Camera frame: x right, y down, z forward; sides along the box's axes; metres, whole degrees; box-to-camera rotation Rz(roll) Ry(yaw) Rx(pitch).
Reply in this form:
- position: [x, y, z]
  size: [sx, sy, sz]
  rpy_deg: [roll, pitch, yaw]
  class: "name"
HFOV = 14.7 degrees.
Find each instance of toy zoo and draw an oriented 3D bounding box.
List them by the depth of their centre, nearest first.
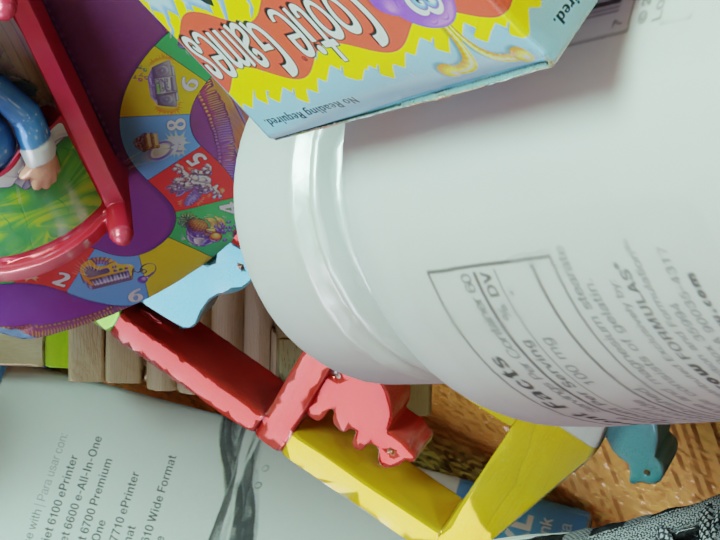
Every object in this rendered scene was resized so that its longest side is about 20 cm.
- position: [0.000, 0.000, 0.768]
  size: [0.200, 0.020, 0.131]
  rpy_deg: [34, 128, 4]
  class: "toy zoo"

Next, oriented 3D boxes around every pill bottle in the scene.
- position: [0.062, -0.023, 0.605]
  size: [0.114, 0.114, 0.200]
  rpy_deg: [47, 152, -22]
  class: "pill bottle"

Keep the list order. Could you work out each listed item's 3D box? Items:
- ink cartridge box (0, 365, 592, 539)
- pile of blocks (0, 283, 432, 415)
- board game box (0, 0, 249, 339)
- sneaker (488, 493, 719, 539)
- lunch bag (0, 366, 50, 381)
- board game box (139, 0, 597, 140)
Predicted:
- position: [-0.035, 0.118, 0.941]
  size: [0.200, 0.084, 0.145]
  rpy_deg: [15, 153, 3]
  class: "ink cartridge box"
- position: [-0.057, 0.002, 0.879]
  size: [0.200, 0.082, 0.062]
  rpy_deg: [7, 100, 31]
  class: "pile of blocks"
- position: [-0.104, -0.038, 0.691]
  size: [0.200, 0.039, 0.158]
  rpy_deg: [17, 127, -25]
  class: "board game box"
- position: [0.083, 0.083, 0.732]
  size: [0.200, 0.076, 0.114]
  rpy_deg: [-4, 150, -19]
  class: "sneaker"
- position: [-0.178, 0.062, 1.095]
  size: [0.200, 0.094, 0.150]
  rpy_deg: [38, 153, -26]
  class: "lunch bag"
- position: [-0.030, -0.136, 0.539]
  size: [0.200, 0.105, 0.103]
  rpy_deg: [46, 152, -21]
  class: "board game box"
